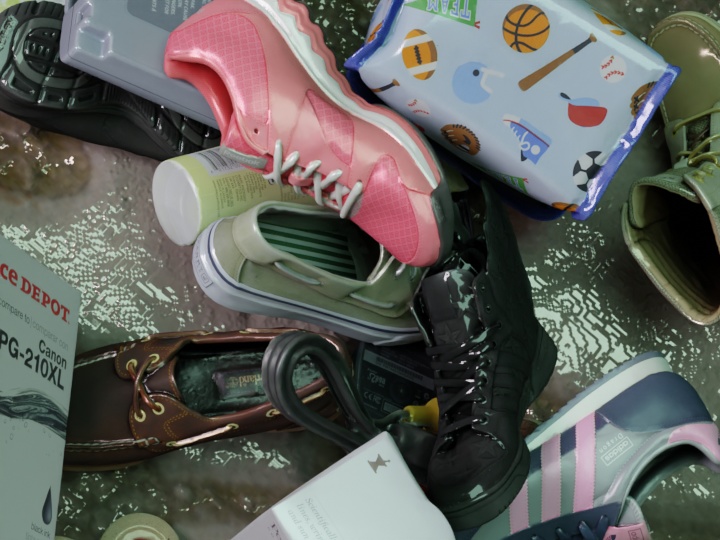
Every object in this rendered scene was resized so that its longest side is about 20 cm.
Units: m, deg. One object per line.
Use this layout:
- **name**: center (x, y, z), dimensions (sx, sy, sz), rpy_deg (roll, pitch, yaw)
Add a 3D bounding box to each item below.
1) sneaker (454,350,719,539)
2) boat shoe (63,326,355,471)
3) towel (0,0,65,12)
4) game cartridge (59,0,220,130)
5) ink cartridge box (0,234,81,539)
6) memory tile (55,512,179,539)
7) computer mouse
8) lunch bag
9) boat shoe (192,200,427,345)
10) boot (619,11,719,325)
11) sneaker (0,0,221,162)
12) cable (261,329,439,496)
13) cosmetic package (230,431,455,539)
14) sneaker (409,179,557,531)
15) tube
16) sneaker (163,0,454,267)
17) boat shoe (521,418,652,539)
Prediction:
- **sneaker**: center (0.115, 0.134, 1.230), dimensions (0.200, 0.070, 0.082), rpy_deg (-40, 65, -1)
- **boat shoe**: center (-0.102, 0.066, 1.245), dimensions (0.199, 0.070, 0.071), rpy_deg (-11, 75, -4)
- **towel**: center (-0.201, -0.223, 1.341), dimensions (0.170, 0.048, 0.201), rpy_deg (-4, 74, -19)
- **game cartridge**: center (-0.104, -0.177, 1.285), dimensions (0.133, 0.040, 0.201), rpy_deg (20, 52, -24)
- **ink cartridge box**: center (-0.225, 0.080, 1.165), dimensions (0.084, 0.145, 0.201), rpy_deg (-6, 67, 22)
- **memory tile**: center (-0.151, 0.243, 1.220), dimensions (0.153, 0.017, 0.201), rpy_deg (-13, 77, -18)
- **computer mouse**: center (0.028, 0.025, 1.332), dimensions (0.058, 0.034, 0.201), rpy_deg (27, 61, -19)
- **lunch bag**: center (0.084, -0.115, 1.307), dimensions (0.170, 0.200, 0.124), rpy_deg (34, 96, -3)
- **boat shoe**: center (0.000, 0.000, 1.258), dimensions (0.199, 0.062, 0.072), rpy_deg (4, 69, -38)
- **boot**: center (0.205, -0.066, 1.345), dimensions (0.154, 0.072, 0.201), rpy_deg (-11, 76, -55)
- **sneaker**: center (-0.145, -0.105, 1.302), dimensions (0.199, 0.091, 0.076), rpy_deg (21, 73, -32)
- **cable**: center (0.005, 0.097, 1.236), dimensions (0.200, 0.050, 0.097), rpy_deg (26, 89, -38)
- **cosmetic package**: center (-0.013, 0.171, 1.179), dimensions (0.081, 0.200, 0.113), rpy_deg (-30, 82, -21)
- **sneaker**: center (0.058, 0.044, 1.220), dimensions (0.104, 0.060, 0.200), rpy_deg (58, 33, -24)
- **tube**: center (-0.028, -0.059, 1.305), dimensions (0.199, 0.052, 0.058), rpy_deg (-17, 110, -35)
- **sneaker**: center (-0.033, -0.068, 1.208), dimensions (0.087, 0.074, 0.200), rpy_deg (-34, 77, -30)
- **boat shoe**: center (0.146, 0.177, 1.299), dimensions (0.075, 0.075, 0.203), rpy_deg (4, 52, -57)
